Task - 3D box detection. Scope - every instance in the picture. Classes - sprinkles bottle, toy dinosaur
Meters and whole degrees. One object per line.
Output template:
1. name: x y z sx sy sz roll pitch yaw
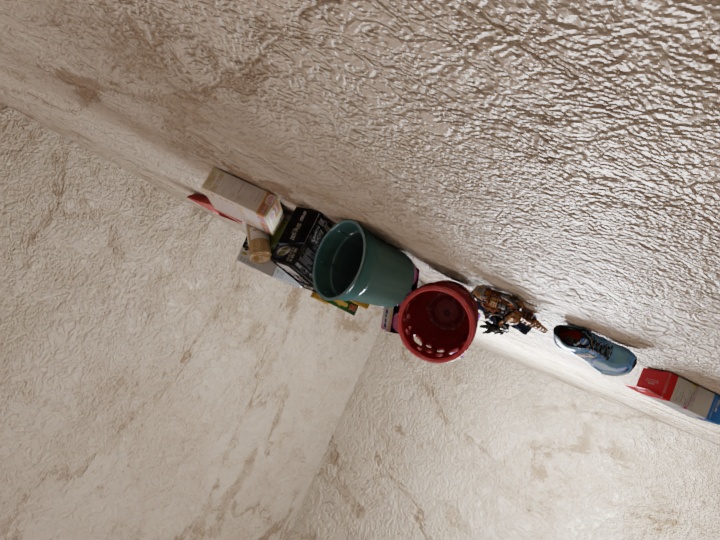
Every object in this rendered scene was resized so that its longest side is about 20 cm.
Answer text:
1. sprinkles bottle: -0.309 -0.120 1.660 0.068 0.201 0.068 -10 151 -6
2. toy dinosaur: 0.351 0.104 1.329 0.200 0.102 0.136 46 158 5

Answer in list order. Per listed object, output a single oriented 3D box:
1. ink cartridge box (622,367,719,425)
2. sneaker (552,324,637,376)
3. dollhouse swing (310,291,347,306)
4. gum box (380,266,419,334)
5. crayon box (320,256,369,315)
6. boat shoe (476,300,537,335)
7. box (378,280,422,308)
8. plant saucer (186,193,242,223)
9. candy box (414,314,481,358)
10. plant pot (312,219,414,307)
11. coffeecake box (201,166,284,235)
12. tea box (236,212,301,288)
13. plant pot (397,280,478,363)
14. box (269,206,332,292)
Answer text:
1. ink cartridge box: 0.768 0.299 1.362 0.199 0.068 0.116 26 174 -3
2. sneaker: 0.532 0.181 1.282 0.199 0.079 0.090 21 170 40
3. dollhouse swing: -0.048 0.035 1.869 0.175 0.201 0.182 27 174 -6
4. gum box: 0.115 0.078 1.597 0.066 0.202 0.113 8 179 -10
5. crayon box: -0.008 0.016 1.497 0.127 0.201 0.051 28 177 -29
6. boat shoe: 0.368 0.118 1.462 0.084 0.069 0.200 28 174 -27
7. box: 0.074 0.047 1.800 0.198 0.131 0.200 23 174 23
8. plant saucer: -0.639 -0.280 2.450 0.199 0.037 0.200 20 173 44
9. candy box: 0.299 0.192 1.960 0.199 0.169 0.072 25 173 7
10. plant pot: 0.017 -0.002 1.379 0.195 0.202 0.200 18 180 -37
11. coffeecake box: -0.326 -0.191 1.562 0.199 0.073 0.154 25 165 6
12. tea box: -0.251 -0.077 1.731 0.199 0.198 0.133 22 178 42
13. plant pot: 0.214 0.120 1.452 0.199 0.202 0.182 24 -162 15
14. box: -0.132 -0.049 1.509 0.086 0.165 0.200 17 164 32
